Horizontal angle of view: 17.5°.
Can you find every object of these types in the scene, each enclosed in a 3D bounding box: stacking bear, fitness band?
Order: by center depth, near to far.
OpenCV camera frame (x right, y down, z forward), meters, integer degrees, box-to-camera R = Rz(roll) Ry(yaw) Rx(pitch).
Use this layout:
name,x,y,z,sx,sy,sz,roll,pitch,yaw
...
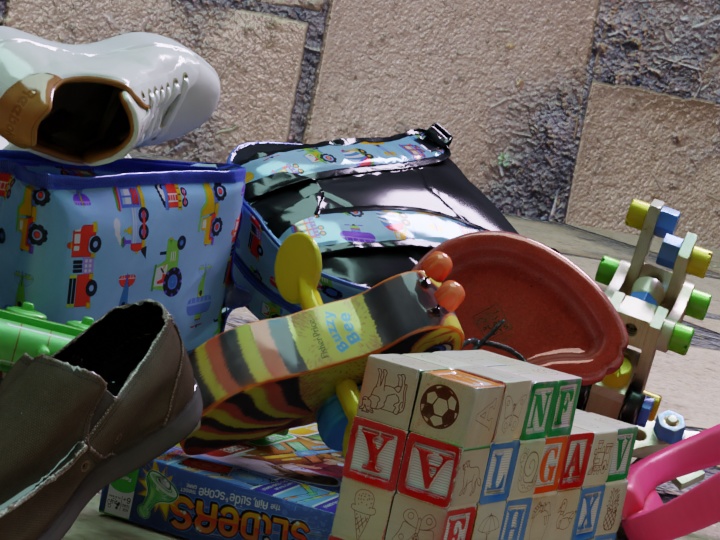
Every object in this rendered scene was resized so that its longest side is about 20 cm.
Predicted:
name,x,y,z,sx,sy,sz,roll,pitch,yaw
fitness band,0.214,0.111,1.343,0.144,0.037,0.200,-24,-1,10
stacking bear,0.076,0.067,1.353,0.121,0.114,0.200,-27,-23,-9

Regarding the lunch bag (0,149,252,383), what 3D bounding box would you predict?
name,x,y,z,sx,sy,sz,roll,pitch,yaw
lunch bag,-0.136,0.013,1.331,0.094,0.151,0.200,17,12,43

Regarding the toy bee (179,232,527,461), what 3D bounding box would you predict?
name,x,y,z,sx,sy,sz,roll,pitch,yaw
toy bee,0.003,0.030,1.166,0.200,0.109,0.131,-31,68,-34

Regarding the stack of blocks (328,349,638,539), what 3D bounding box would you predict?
name,x,y,z,sx,sy,sz,roll,pitch,yaw
stack of blocks,0.065,0.101,1.141,0.059,0.115,0.200,15,7,29

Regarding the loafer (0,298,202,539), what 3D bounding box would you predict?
name,x,y,z,sx,sy,sz,roll,pitch,yaw
loafer,-0.145,0.068,1.015,0.073,0.071,0.200,14,31,27

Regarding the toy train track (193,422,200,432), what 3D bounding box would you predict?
name,x,y,z,sx,sy,sz,roll,pitch,yaw
toy train track,-0.164,0.079,1.160,0.200,0.033,0.115,0,-2,35

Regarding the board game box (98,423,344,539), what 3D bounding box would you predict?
name,x,y,z,sx,sy,sz,roll,pitch,yaw
board game box,-0.029,0.113,1.214,0.135,0.034,0.200,14,7,21

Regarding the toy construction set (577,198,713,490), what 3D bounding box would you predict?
name,x,y,z,sx,sy,sz,roll,pitch,yaw
toy construction set,0.169,0.067,1.463,0.092,0.200,0.131,8,40,19

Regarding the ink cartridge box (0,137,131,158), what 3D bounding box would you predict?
name,x,y,z,sx,sy,sz,roll,pitch,yaw
ink cartridge box,-0.175,-0.039,1.514,0.200,0.067,0.117,53,9,0

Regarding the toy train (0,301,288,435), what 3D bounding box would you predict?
name,x,y,z,sx,sy,sz,roll,pitch,yaw
toy train,-0.126,0.050,1.212,0.200,0.042,0.056,13,2,-9

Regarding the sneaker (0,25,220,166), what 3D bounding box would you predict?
name,x,y,z,sx,sy,sz,roll,pitch,yaw
sneaker,-0.135,-0.084,1.293,0.085,0.073,0.200,38,24,29

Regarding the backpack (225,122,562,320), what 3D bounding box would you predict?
name,x,y,z,sx,sy,sz,roll,pitch,yaw
backpack,0.000,0.000,1.461,0.200,0.135,0.183,0,38,-41
